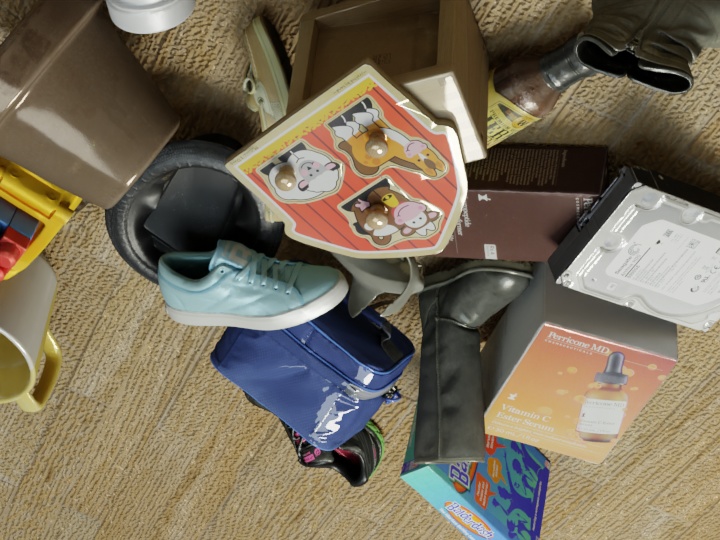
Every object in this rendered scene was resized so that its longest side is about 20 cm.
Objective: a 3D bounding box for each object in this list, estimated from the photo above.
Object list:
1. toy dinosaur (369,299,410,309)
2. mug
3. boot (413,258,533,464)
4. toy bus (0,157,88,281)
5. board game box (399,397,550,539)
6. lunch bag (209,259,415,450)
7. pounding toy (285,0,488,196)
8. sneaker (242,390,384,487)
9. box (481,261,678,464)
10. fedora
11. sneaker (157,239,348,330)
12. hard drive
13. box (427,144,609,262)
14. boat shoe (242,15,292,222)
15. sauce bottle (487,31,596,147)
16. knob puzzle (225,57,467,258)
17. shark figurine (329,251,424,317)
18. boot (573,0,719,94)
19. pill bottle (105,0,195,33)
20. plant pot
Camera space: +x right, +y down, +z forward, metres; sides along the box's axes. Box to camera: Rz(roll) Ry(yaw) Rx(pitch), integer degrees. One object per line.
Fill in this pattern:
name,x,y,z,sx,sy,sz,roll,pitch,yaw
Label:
toy dinosaur,-0.015,0.079,1.921,0.105,0.061,0.201,-6,143,-14
mug,-0.414,0.056,1.932,0.148,0.154,0.187,14,138,2
boot,0.113,0.098,1.765,0.072,0.201,0.182,14,161,-27
toy bus,-0.366,-0.060,1.772,0.135,0.193,0.200,31,137,-18
board game box,0.135,0.227,1.944,0.045,0.153,0.200,-25,124,35
lunch bag,-0.040,0.084,1.815,0.200,0.136,0.133,36,113,10
pounding toy,0.016,-0.160,1.579,0.199,0.185,0.143,-13,130,17
sneaker,-0.053,0.184,2.005,0.200,0.084,0.077,34,133,-19
box,0.224,0.093,1.800,0.151,0.107,0.200,15,138,-9
fedora,-0.165,-0.072,1.767,0.199,0.092,0.201,6,130,7
sneaker,-0.114,0.009,1.712,0.199,0.074,0.082,-5,131,15
hard drive,0.300,-0.019,1.663,0.199,0.038,0.140,18,126,-28
box,0.146,-0.067,1.698,0.199,0.075,0.101,1,135,13
boat shoe,-0.087,-0.144,1.652,0.063,0.073,0.202,-13,113,6
sauce bottle,0.139,-0.162,1.607,0.065,0.065,0.200,40,133,-24
knob puzzle,0.007,-0.072,1.514,0.218,0.031,0.221,2,133,3
shark figurine,0.017,0.012,1.747,0.128,0.214,0.090,35,90,-35
boot,0.286,-0.195,1.480,0.199,0.131,0.068,13,138,3
pill bottle,-0.202,-0.315,1.517,0.110,0.111,0.201,5,136,12
plant pot,-0.269,-0.156,1.618,0.174,0.201,0.200,40,133,-10
